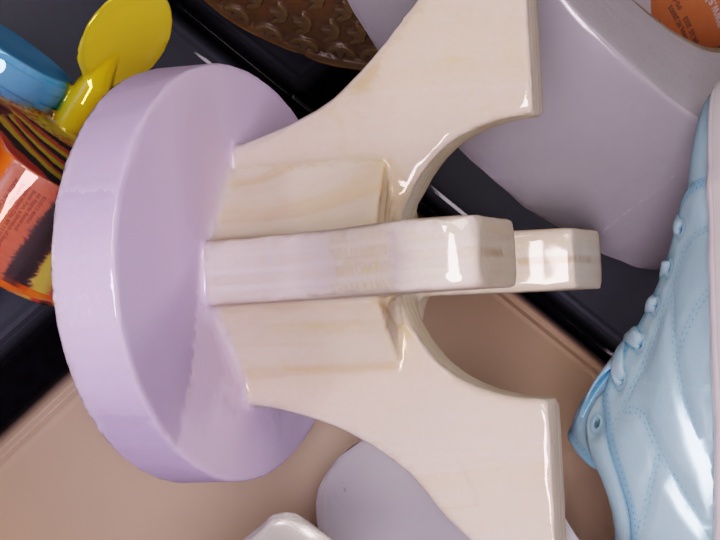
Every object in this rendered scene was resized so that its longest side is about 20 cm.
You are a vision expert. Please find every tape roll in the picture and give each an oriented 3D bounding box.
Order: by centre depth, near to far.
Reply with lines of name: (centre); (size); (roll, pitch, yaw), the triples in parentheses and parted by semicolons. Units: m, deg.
tape roll: (0.076, -0.099, 0.928); (0.200, 0.066, 0.201); (36, 30, -24)

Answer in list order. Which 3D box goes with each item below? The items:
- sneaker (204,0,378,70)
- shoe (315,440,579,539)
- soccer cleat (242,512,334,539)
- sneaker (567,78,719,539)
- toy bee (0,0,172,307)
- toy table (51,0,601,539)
sneaker: (-0.055, -0.152, 0.961); (0.199, 0.067, 0.090); (22, 52, -5)
shoe: (0.064, 0.130, 0.804); (0.071, 0.091, 0.200); (-39, 46, -19)
soccer cleat: (-0.061, 0.148, 0.719); (0.070, 0.086, 0.200); (30, 49, 0)
sneaker: (0.103, 0.034, 0.835); (0.074, 0.081, 0.201); (7, 85, -64)
toy bee: (-0.104, -0.044, 0.834); (0.108, 0.131, 0.201); (28, 32, -35)
toy table: (0.000, 0.000, 0.781); (0.116, 0.185, 0.200); (-4, 11, 17)
